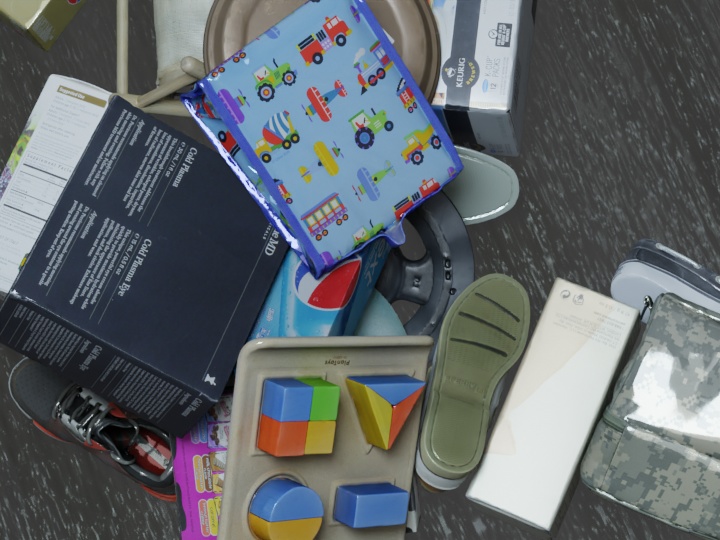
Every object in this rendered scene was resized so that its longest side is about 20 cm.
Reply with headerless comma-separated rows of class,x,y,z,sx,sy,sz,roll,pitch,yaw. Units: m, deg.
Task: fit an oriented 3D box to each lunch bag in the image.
lunch bag,0.298,0.124,1.581,0.199,0.139,0.169,22,102,13
lunch bag,-0.021,-0.104,1.547,0.150,0.094,0.200,-37,96,-14

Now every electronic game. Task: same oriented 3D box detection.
electronic game,0.000,0.000,1.696,0.199,0.042,0.201,1,99,6

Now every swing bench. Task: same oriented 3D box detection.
swing bench,-0.109,-0.233,1.729,0.129,0.199,0.200,-17,69,47

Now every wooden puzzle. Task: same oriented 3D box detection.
wooden puzzle,-0.022,0.149,1.520,0.046,0.184,0.201,24,108,49

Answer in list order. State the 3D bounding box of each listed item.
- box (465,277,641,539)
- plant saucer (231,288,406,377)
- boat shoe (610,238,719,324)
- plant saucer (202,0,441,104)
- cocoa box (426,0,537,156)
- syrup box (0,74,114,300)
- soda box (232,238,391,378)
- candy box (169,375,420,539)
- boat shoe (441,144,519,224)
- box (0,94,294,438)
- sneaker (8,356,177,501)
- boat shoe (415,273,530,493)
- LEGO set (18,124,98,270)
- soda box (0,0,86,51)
box,0.164,0.118,1.642,0.077,0.095,0.201,22,80,12
plant saucer,-0.054,0.091,1.673,0.200,0.039,0.202,1,97,5
boat shoe,0.310,0.039,1.655,0.199,0.072,0.068,29,53,8
plant saucer,-0.030,-0.182,1.609,0.199,0.029,0.201,1,81,-7
cocoa box,0.082,-0.217,1.708,0.130,0.133,0.201,5,78,10
syrup box,-0.270,-0.065,1.744,0.081,0.079,0.201,19,80,29
soda box,-0.034,0.021,1.591,0.064,0.068,0.201,16,63,15
candy box,-0.055,0.154,1.631,0.199,0.061,0.137,-4,98,6
boat shoe,0.042,-0.084,1.721,0.199,0.060,0.076,7,107,6
box,-0.170,-0.002,1.567,0.181,0.104,0.201,29,61,-8
sneaker,-0.224,0.127,1.700,0.199,0.082,0.077,28,83,13
boat shoe,0.086,0.094,1.643,0.074,0.068,0.201,25,58,-2
LEGO set,-0.187,-0.026,1.692,0.115,0.154,0.201,17,67,39
soda box,-0.265,-0.308,1.816,0.068,0.064,0.200,35,84,14
